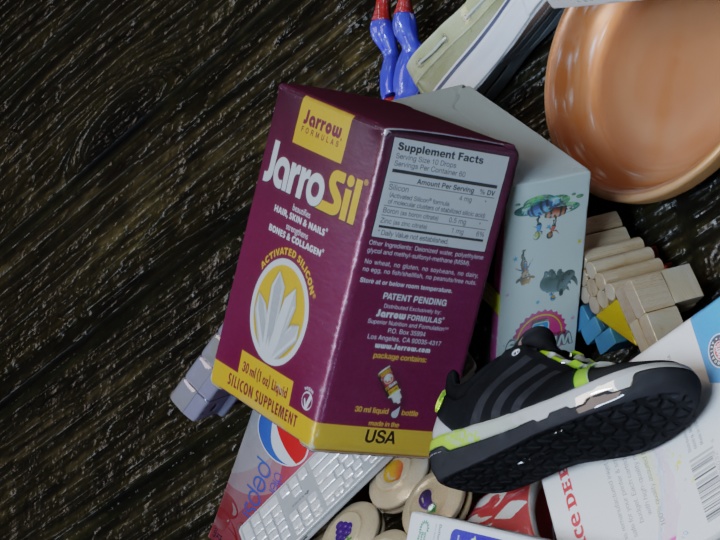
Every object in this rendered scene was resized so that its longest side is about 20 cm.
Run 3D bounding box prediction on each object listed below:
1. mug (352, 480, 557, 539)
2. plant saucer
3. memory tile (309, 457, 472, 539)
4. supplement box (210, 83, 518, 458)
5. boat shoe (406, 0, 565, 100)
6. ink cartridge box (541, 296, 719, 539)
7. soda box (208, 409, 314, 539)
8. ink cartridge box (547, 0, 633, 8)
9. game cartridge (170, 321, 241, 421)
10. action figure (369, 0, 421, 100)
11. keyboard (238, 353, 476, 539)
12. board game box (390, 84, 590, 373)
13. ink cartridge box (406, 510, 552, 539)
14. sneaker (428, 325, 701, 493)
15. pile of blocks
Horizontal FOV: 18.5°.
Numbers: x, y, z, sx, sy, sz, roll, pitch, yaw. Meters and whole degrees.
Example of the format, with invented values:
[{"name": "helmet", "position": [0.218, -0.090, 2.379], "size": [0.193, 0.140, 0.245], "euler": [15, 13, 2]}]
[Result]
[{"name": "mug", "position": [0.057, 0.194, 1.385], "size": [0.200, 0.133, 0.178], "euler": [-35, 88, 33]}, {"name": "plant saucer", "position": [0.202, -0.137, 1.431], "size": [0.200, 0.037, 0.200], "euler": [-22, 60, 45]}, {"name": "memory tile", "position": [0.009, 0.148, 1.396], "size": [0.200, 0.017, 0.153], "euler": [-52, 31, -1]}, {"name": "supplement box", "position": [0.000, 0.000, 1.354], "size": [0.131, 0.103, 0.200], "euler": [27, 106, 54]}, {"name": "boat shoe", "position": [0.100, -0.183, 1.535], "size": [0.062, 0.072, 0.200], "euler": [49, 121, 14]}, {"name": "ink cartridge box", "position": [0.201, 0.121, 1.254], "size": [0.200, 0.125, 0.129], "euler": [-39, 48, 36]}, {"name": "soda box", "position": [-0.040, 0.124, 1.538], "size": [0.063, 0.070, 0.200], "euler": [37, 130, 22]}, {"name": "ink cartridge box", "position": [0.202, -0.248, 1.378], "size": [0.200, 0.083, 0.147], "euler": [0, 55, 41]}, {"name": "game cartridge", "position": [-0.041, 0.036, 1.546], "size": [0.038, 0.200, 0.130], "euler": [47, 115, 13]}, {"name": "action figure", "position": [0.031, -0.127, 1.629], "size": [0.065, 0.052, 0.200], "euler": [-6, 76, 56]}, {"name": "keyboard", "position": [-0.004, 0.115, 1.416], "size": [0.200, 0.011, 0.056], "euler": [-45, 37, 11]}, {"name": "board game box", "position": [0.077, 0.000, 1.439], "size": [0.148, 0.064, 0.200], "euler": [42, 139, 50]}, {"name": "ink cartridge box", "position": [0.090, 0.197, 1.235], "size": [0.200, 0.039, 0.099], "euler": [6, 83, 57]}, {"name": "sneaker", "position": [0.104, 0.065, 1.237], "size": [0.200, 0.072, 0.083], "euler": [-23, 57, 45]}, {"name": "pile of blocks", "position": [0.158, 0.003, 1.420], "size": [0.200, 0.062, 0.082], "euler": [45, 141, 48]}]
